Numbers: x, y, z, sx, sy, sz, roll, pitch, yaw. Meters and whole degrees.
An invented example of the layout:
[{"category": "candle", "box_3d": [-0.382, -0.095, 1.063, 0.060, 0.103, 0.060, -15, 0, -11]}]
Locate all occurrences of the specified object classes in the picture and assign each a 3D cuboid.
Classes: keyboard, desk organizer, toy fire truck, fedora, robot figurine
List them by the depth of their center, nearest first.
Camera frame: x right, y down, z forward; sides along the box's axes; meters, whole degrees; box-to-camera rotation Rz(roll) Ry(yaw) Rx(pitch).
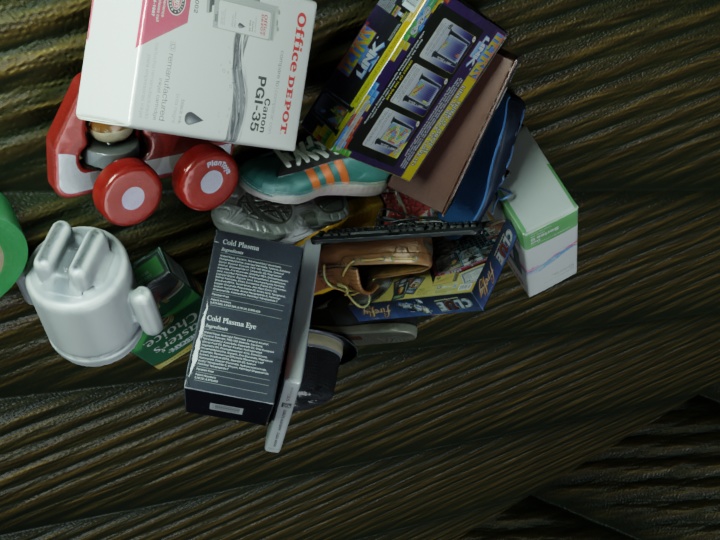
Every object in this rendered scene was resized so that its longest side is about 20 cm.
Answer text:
[{"category": "toy fire truck", "box_3d": [-0.207, -0.147, 1.232, 0.199, 0.112, 0.169, -14, 126, -31]}, {"category": "robot figurine", "box_3d": [-0.300, 0.031, 1.409, 0.200, 0.169, 0.113, 88, 22, -55]}, {"category": "desk organizer", "box_3d": [0.109, -0.173, 1.493, 0.201, 0.077, 0.072, -65, 176, 18]}, {"category": "keyboard", "box_3d": [0.044, -0.055, 1.507, 0.199, 0.040, 0.104, -2, -178, 7]}, {"category": "fedora", "box_3d": [-0.103, 0.140, 1.765, 0.199, 0.092, 0.201, -1, 159, 0]}]

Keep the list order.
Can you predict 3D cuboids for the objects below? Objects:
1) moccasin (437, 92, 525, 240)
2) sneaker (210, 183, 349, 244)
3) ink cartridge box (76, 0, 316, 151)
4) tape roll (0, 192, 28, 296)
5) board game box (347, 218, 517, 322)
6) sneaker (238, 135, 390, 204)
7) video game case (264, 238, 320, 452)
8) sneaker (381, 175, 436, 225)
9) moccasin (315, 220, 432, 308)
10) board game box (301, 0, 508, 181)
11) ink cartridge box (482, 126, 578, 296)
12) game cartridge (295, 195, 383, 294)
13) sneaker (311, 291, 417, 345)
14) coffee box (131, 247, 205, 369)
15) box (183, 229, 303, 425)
[{"category": "moccasin", "box_3d": [0.163, -0.126, 1.610, 0.068, 0.080, 0.201, -5, 127, -47]}, {"category": "sneaker", "box_3d": [-0.105, -0.055, 1.506, 0.199, 0.078, 0.099, -5, 154, -48]}, {"category": "ink cartridge box", "box_3d": [-0.142, -0.192, 1.143, 0.199, 0.083, 0.147, 3, 98, -48]}, {"category": "tape roll", "box_3d": [-0.438, -0.011, 1.280, 0.200, 0.048, 0.201, -24, 154, -13]}, {"category": "board game box", "box_3d": [0.093, 0.001, 1.659, 0.199, 0.136, 0.035, -7, 131, 39]}, {"category": "sneaker", "box_3d": [-0.047, -0.129, 1.460, 0.199, 0.071, 0.080, -8, 131, -33]}, {"category": "video game case", "box_3d": [-0.082, 0.093, 1.550, 0.023, 0.201, 0.182, 11, 145, -5]}, {"category": "sneaker", "box_3d": [0.064, -0.103, 1.619, 0.077, 0.082, 0.201, 16, 133, 5]}, {"category": "moccasin", "box_3d": [0.001, 0.001, 1.612, 0.200, 0.078, 0.074, -14, 157, 21]}, {"category": "board game box", "box_3d": [0.050, -0.206, 1.365, 0.200, 0.057, 0.165, -56, 149, 12]}, {"category": "ink cartridge box", "box_3d": [0.226, -0.076, 1.734, 0.087, 0.146, 0.200, -28, 154, -2]}, {"category": "game cartridge", "box_3d": [-0.069, -0.014, 1.674, 0.199, 0.033, 0.177, -20, 153, -16]}, {"category": "sneaker", "box_3d": [-0.016, 0.047, 1.807, 0.199, 0.107, 0.075, -2, 160, 10]}, {"category": "coffee box", "box_3d": [-0.250, 0.051, 1.588, 0.123, 0.044, 0.200, -31, 154, 3]}, {"category": "box", "box_3d": [-0.137, 0.072, 1.485, 0.104, 0.183, 0.200, 10, 166, -5]}]
